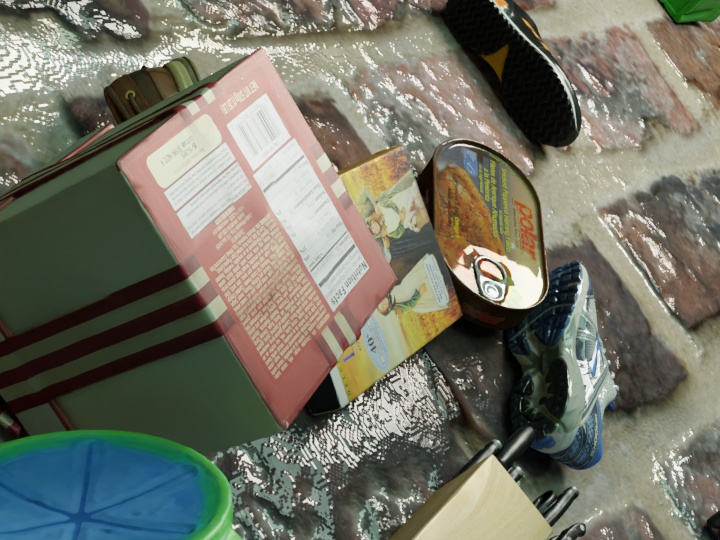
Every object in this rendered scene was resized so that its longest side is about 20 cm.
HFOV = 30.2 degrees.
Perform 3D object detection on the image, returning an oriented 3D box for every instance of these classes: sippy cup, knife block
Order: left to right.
[{"bbox_3d":[-0.125,0.159,0.600,0.139,0.132,0.178,-9,22,-29],"label":"sippy cup"},{"bbox_3d":[0.070,0.167,0.903,0.199,0.064,0.177,24,41,-33],"label":"knife block"}]

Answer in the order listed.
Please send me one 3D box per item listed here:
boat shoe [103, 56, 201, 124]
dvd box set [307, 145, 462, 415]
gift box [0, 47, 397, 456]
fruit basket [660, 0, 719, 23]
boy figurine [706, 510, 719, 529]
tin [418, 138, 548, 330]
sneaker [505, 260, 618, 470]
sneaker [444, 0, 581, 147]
[{"bbox_3d":[-0.122,-0.046,0.897,0.067,0.072,0.202,-13,72,-17],"label":"boat shoe"},{"bbox_3d":[0.000,0.000,0.972,0.200,0.029,0.148,-30,102,-56],"label":"dvd box set"},{"bbox_3d":[-0.119,-0.010,0.744,0.201,0.186,0.185,61,34,-10],"label":"gift box"},{"bbox_3d":[0.481,-0.466,1.922,0.214,0.155,0.217,14,58,-23],"label":"fruit basket"},{"bbox_3d":[0.378,0.283,1.145,0.124,0.064,0.201,-6,59,-54],"label":"boy figurine"},{"bbox_3d":[0.103,-0.033,1.139,0.111,0.042,0.201,19,42,-14],"label":"tin"},{"bbox_3d":[0.171,0.081,1.108,0.085,0.077,0.201,42,41,-28],"label":"sneaker"},{"bbox_3d":[0.176,-0.220,1.389,0.201,0.070,0.090,54,37,10],"label":"sneaker"}]
